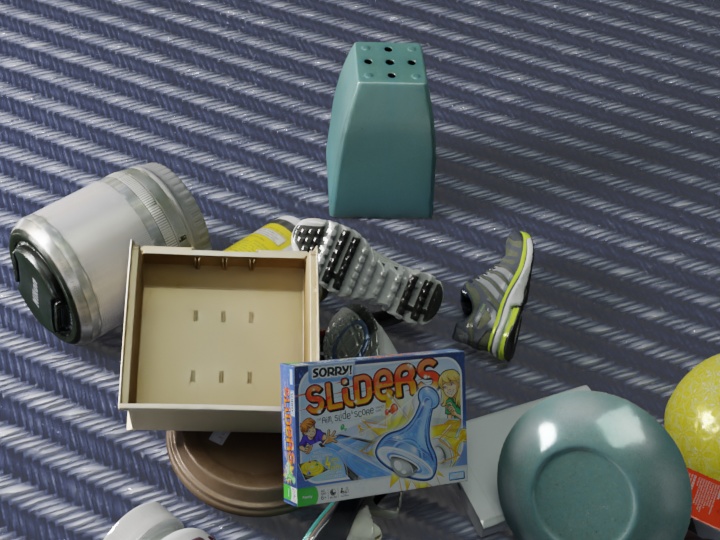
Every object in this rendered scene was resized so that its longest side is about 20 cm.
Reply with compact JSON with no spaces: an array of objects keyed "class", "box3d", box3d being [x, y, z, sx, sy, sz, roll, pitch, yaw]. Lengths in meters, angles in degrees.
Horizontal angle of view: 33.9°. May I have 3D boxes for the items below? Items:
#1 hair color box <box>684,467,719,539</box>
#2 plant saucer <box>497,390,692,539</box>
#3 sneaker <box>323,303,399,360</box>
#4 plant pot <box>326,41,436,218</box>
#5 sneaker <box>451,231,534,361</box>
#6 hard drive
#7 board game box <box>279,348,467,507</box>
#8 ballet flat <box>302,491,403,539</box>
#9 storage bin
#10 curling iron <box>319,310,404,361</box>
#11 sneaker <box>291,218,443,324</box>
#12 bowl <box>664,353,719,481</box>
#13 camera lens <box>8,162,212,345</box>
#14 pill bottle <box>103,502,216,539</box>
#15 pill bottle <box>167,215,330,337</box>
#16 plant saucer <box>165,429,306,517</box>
[{"class":"hair color box","box3d":[0.345,0.264,1.201,0.198,0.102,0.061,22,46,17]},{"class":"plant saucer","box3d":[0.225,0.222,1.169,0.199,0.203,0.039,25,16,19]},{"class":"sneaker","box3d":[0.023,0.121,1.316,0.074,0.087,0.201,-38,52,9]},{"class":"plant pot","box3d":[0.030,-0.190,1.554,0.139,0.201,0.142,0,45,-5]},{"class":"sneaker","box3d":[0.166,0.021,1.450,0.080,0.074,0.201,11,44,11]},{"class":"hard drive","box3d":[0.193,0.206,1.299,0.198,0.026,0.132,-14,48,-18]},{"class":"board game box","box3d":[0.016,0.153,1.180,0.198,0.137,0.034,-3,2,-29]},{"class":"ballet flat","box3d":[0.002,0.246,1.213,0.072,0.074,0.200,22,45,17]},{"class":"storage bin","box3d":[-0.144,0.066,1.240,0.197,0.094,0.201,2,65,-6]},{"class":"curling iron","box3d":[0.012,0.071,1.407,0.199,0.026,0.050,-19,63,-37]},{"class":"sneaker","box3d":[0.000,0.000,1.380,0.199,0.076,0.081,30,0,-22]},{"class":"bowl","box3d":[0.449,0.154,1.316,0.197,0.108,0.202,3,45,-3]},{"class":"camera lens","box3d":[-0.296,-0.020,1.383,0.199,0.161,0.160,-32,55,-31]},{"class":"pill bottle","box3d":[-0.151,0.312,1.102,0.199,0.110,0.109,34,52,27]},{"class":"pill bottle","box3d":[-0.136,0.028,1.383,0.199,0.115,0.114,-33,56,-32]},{"class":"plant saucer","box3d":[-0.109,0.171,1.267,0.197,0.030,0.202,4,48,-4]}]
